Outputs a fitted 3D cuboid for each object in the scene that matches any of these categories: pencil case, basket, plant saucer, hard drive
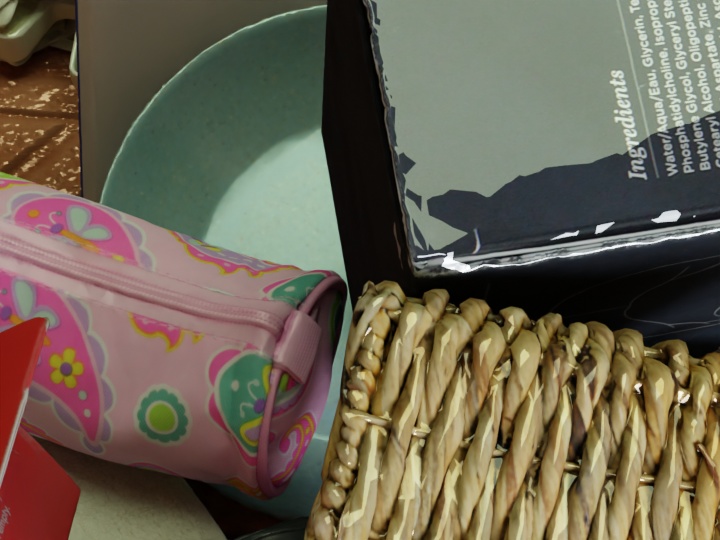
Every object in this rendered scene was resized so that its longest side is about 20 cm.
[{"bbox_3d":[-0.106,0.013,0.793,0.199,0.088,0.088,18,42,12],"label":"pencil case"},{"bbox_3d":[0.050,0.124,0.589,0.148,0.143,0.201,11,70,3],"label":"basket"},{"bbox_3d":[0.000,0.000,0.859,0.200,0.039,0.202,0,76,0],"label":"plant saucer"},{"bbox_3d":[-0.048,-0.104,0.899,0.131,0.201,0.025,-15,43,-22],"label":"hard drive"}]

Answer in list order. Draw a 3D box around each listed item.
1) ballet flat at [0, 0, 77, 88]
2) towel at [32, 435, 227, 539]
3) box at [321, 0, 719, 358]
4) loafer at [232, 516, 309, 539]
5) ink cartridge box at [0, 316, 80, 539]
[{"bbox_3d":[-0.127,-0.114,1.019,0.199,0.070,0.070,19,42,16],"label":"ballet flat"},{"bbox_3d":[-0.144,0.073,0.813,0.132,0.035,0.200,-20,47,-25],"label":"towel"},{"bbox_3d":[0.094,-0.038,0.694,0.195,0.200,0.125,-10,73,-6],"label":"box"},{"bbox_3d":[-0.068,0.130,0.713,0.200,0.068,0.070,-23,7,-31],"label":"loafer"},{"bbox_3d":[-0.155,0.106,0.661,0.199,0.067,0.117,-27,32,26],"label":"ink cartridge box"}]
